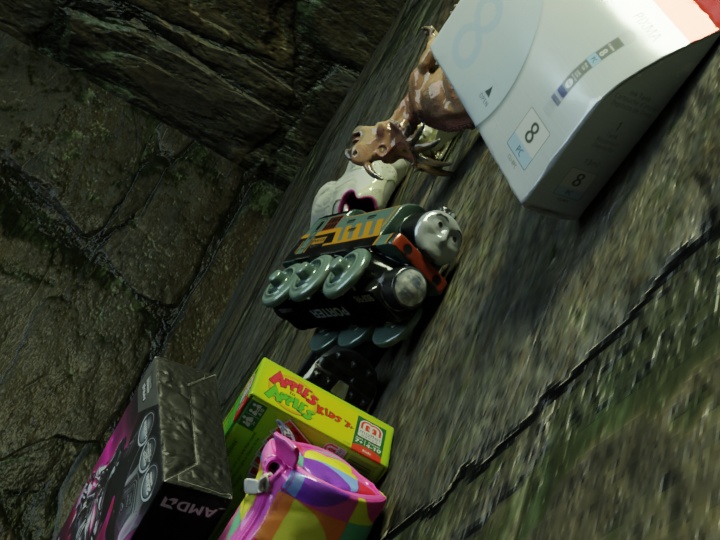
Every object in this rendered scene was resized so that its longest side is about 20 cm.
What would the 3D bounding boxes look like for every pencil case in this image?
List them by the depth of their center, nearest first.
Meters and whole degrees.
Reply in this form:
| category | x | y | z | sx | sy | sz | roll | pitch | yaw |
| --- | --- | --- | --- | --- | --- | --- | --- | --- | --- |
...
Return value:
| category | x | y | z | sx | sy | sz | roll | pitch | yaw |
| --- | --- | --- | --- | --- | --- | --- | --- | --- | --- |
| pencil case | -0.065 | 0.194 | 0.716 | 0.200 | 0.088 | 0.088 | -63 | 8 | 5 |

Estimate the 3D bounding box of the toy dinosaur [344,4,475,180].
| category | x | y | z | sx | sy | sz | roll | pitch | yaw |
| --- | --- | --- | --- | --- | --- | --- | --- | --- | --- |
| toy dinosaur | 0.084 | -0.150 | 1.053 | 0.200 | 0.086 | 0.136 | -20 | 49 | 53 |

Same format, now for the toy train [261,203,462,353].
| category | x | y | z | sx | sy | sz | roll | pitch | yaw |
| --- | --- | --- | --- | --- | --- | --- | --- | --- | --- |
| toy train | 0.000 | 0.000 | 0.935 | 0.114 | 0.085 | 0.200 | -55 | 21 | -23 |

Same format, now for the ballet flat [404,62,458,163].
| category | x | y | z | sx | sy | sz | roll | pitch | yaw |
| --- | --- | --- | --- | --- | --- | --- | --- | --- | --- |
| ballet flat | 0.103 | -0.192 | 1.182 | 0.200 | 0.067 | 0.064 | -61 | 35 | 6 |

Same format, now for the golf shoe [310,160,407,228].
| category | x | y | z | sx | sy | sz | roll | pitch | yaw |
| --- | --- | --- | --- | --- | --- | --- | --- | --- | --- |
| golf shoe | -0.017 | -0.069 | 1.415 | 0.200 | 0.075 | 0.092 | -53 | 14 | 50 |

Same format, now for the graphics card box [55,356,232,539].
| category | x | y | z | sx | sy | sz | roll | pitch | yaw |
| --- | --- | --- | --- | --- | --- | --- | --- | --- | --- |
| graphics card box | -0.151 | 0.172 | 0.778 | 0.200 | 0.051 | 0.126 | -57 | 26 | 24 |

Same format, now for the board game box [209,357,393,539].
| category | x | y | z | sx | sy | sz | roll | pitch | yaw |
| --- | --- | --- | --- | --- | --- | --- | --- | --- | --- |
| board game box | -0.072 | 0.166 | 0.811 | 0.200 | 0.101 | 0.048 | -57 | 8 | 26 |

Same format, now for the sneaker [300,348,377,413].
| category | x | y | z | sx | sy | sz | roll | pitch | yaw |
| --- | --- | --- | --- | --- | --- | --- | --- | --- | --- |
| sneaker | -0.055 | 0.149 | 0.921 | 0.200 | 0.066 | 0.090 | -57 | 5 | -4 |

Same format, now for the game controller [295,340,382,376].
| category | x | y | z | sx | sy | sz | roll | pitch | yaw |
| --- | --- | --- | --- | --- | --- | --- | --- | --- | --- |
| game controller | -0.026 | 0.095 | 1.044 | 0.200 | 0.042 | 0.104 | -57 | 23 | 31 |

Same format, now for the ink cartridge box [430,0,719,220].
| category | x | y | z | sx | sy | sz | roll | pitch | yaw |
| --- | --- | --- | --- | --- | --- | --- | --- | --- | --- |
| ink cartridge box | 0.128 | -0.153 | 0.651 | 0.200 | 0.047 | 0.160 | -57 | 35 | 31 |
